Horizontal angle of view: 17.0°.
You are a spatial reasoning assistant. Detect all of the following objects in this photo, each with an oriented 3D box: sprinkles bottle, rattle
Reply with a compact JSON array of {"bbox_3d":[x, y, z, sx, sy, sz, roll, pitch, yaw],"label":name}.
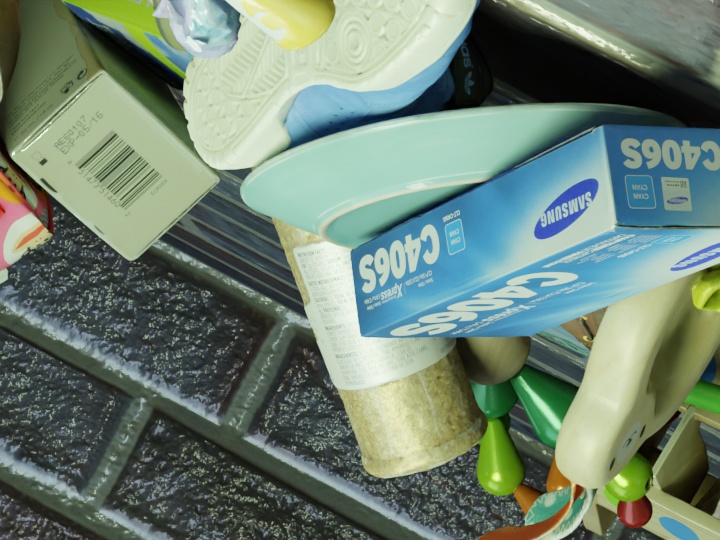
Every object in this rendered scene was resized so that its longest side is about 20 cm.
[{"bbox_3d":[0.000,0.000,1.183,0.068,0.068,0.201,14,126,68],"label":"sprinkles bottle"},{"bbox_3d":[0.160,0.071,1.101,0.143,0.200,0.130,28,174,5],"label":"rattle"}]

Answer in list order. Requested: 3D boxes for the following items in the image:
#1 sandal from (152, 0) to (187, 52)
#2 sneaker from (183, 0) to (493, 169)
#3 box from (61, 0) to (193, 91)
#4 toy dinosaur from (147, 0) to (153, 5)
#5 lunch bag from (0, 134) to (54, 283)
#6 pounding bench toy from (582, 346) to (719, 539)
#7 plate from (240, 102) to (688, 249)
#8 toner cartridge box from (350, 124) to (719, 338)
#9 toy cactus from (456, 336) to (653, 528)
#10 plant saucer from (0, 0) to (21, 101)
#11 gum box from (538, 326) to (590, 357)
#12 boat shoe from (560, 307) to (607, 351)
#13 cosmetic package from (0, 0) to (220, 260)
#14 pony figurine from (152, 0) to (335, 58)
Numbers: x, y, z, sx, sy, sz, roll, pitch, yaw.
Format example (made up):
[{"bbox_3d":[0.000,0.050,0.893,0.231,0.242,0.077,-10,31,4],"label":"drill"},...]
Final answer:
[{"bbox_3d":[-0.066,-0.145,1.013,0.057,0.080,0.201,0,173,4],"label":"sandal"},{"bbox_3d":[0.018,-0.097,0.994,0.111,0.077,0.200,-9,165,-33],"label":"sneaker"},{"bbox_3d":[-0.068,-0.119,1.301,0.200,0.048,0.122,24,172,33],"label":"box"},{"bbox_3d":[-0.160,-0.181,1.224,0.200,0.061,0.106,37,-168,30],"label":"toy dinosaur"},{"bbox_3d":[-0.246,-0.083,1.281,0.200,0.082,0.176,50,-178,-33],"label":"lunch bag"},{"bbox_3d":[0.206,0.092,1.415,0.156,0.124,0.200,26,160,21],"label":"pounding bench toy"},{"bbox_3d":[0.047,-0.035,1.055,0.199,0.026,0.200,-5,168,-1],"label":"plate"},{"bbox_3d":[0.085,-0.013,1.012,0.095,0.043,0.200,-1,167,-30],"label":"toner cartridge box"},{"bbox_3d":[0.077,0.049,1.272,0.200,0.102,0.165,44,165,23],"label":"toy cactus"},{"bbox_3d":[-0.220,-0.170,1.150,0.200,0.032,0.200,47,163,19],"label":"plant saucer"},{"bbox_3d":[0.113,0.006,1.537,0.170,0.045,0.200,25,174,30],"label":"gum box"},{"bbox_3d":[0.126,0.002,1.241,0.067,0.072,0.200,7,164,10],"label":"boat shoe"},{"bbox_3d":[-0.160,-0.102,1.367,0.104,0.073,0.200,43,-171,-35],"label":"cosmetic package"},{"bbox_3d":[-0.081,-0.147,0.745,0.193,0.167,0.200,-18,140,35],"label":"pony figurine"}]
